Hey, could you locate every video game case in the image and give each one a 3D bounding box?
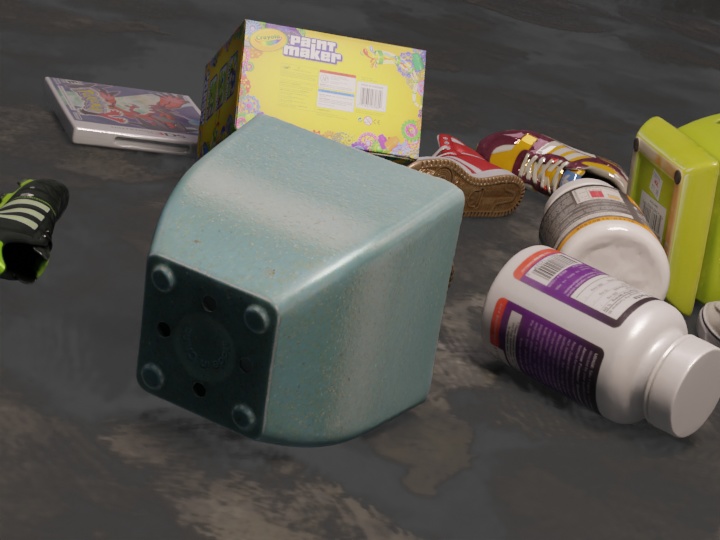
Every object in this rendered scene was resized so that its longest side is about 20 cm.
[{"bbox_3d":[-0.263,-0.177,1.990,0.181,0.023,0.200,6,20,-23],"label":"video game case"}]

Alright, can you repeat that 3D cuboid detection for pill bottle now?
[{"bbox_3d":[0.210,0.064,1.477,0.200,0.112,0.111,29,24,37],"label":"pill bottle"},{"bbox_3d":[0.242,-0.022,1.743,0.116,0.117,0.200,12,19,-5],"label":"pill bottle"}]

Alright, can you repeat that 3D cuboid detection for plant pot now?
[{"bbox_3d":[-0.063,0.024,1.298,0.195,0.197,0.200,21,30,22],"label":"plant pot"},{"bbox_3d":[0.390,-0.058,1.841,0.180,0.200,0.200,1,21,-14],"label":"plant pot"}]

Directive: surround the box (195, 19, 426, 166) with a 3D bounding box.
[{"bbox_3d":[-0.057,-0.171,1.843,0.199,0.123,0.193,8,-11,-17],"label":"box"}]

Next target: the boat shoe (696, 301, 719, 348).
[{"bbox_3d":[0.386,0.061,1.672,0.071,0.070,0.200,10,19,-10],"label":"boat shoe"}]

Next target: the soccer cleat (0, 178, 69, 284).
[{"bbox_3d":[-0.296,-0.028,1.486,0.081,0.068,0.200,34,23,6],"label":"soccer cleat"}]

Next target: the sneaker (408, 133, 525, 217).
[{"bbox_3d":[0.086,-0.110,1.961,0.199,0.072,0.112,6,22,-45],"label":"sneaker"}]

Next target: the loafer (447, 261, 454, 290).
[{"bbox_3d":[0.000,0.000,1.587,0.199,0.076,0.068,8,15,-46],"label":"loafer"}]

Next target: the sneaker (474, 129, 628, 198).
[{"bbox_3d":[0.237,-0.122,2.095,0.199,0.075,0.090,13,13,1],"label":"sneaker"}]
